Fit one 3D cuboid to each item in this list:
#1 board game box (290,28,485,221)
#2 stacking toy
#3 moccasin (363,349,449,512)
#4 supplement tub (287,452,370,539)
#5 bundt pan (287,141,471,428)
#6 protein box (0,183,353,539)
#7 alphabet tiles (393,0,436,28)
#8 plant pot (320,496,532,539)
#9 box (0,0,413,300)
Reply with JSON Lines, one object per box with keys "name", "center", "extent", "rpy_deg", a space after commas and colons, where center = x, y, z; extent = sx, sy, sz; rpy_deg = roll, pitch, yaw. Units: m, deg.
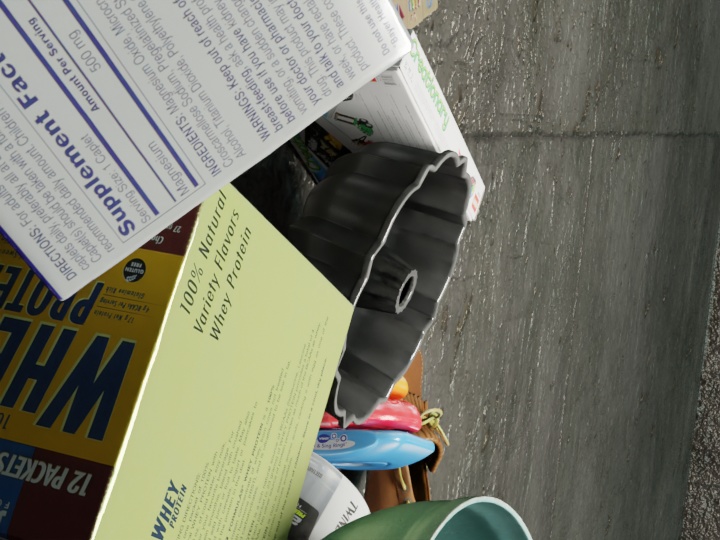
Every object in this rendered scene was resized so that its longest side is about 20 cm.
{"name": "board game box", "center": [0.005, -0.104, 0.965], "extent": [0.035, 0.125, 0.200], "rpy_deg": [-70, 154, -22]}
{"name": "stacking toy", "center": [-0.006, 0.050, 1.046], "extent": [0.110, 0.115, 0.202], "rpy_deg": [32, 57, -67]}
{"name": "moccasin", "center": [0.042, 0.153, 1.160], "extent": [0.074, 0.077, 0.202], "rpy_deg": [55, 32, -43]}
{"name": "supplement tub", "center": [-0.082, 0.219, 0.886], "extent": [0.200, 0.122, 0.123], "rpy_deg": [-56, 146, -44]}
{"name": "bundt pan", "center": [0.000, 0.000, 0.923], "extent": [0.202, 0.075, 0.203], "rpy_deg": [-55, 159, -32]}
{"name": "protein box", "center": [-0.122, 0.066, 0.733], "extent": [0.200, 0.134, 0.200], "rpy_deg": [47, 56, -60]}
{"name": "alphabet tiles", "center": [0.017, -0.261, 1.067], "extent": [0.200, 0.007, 0.168], "rpy_deg": [-46, 138, -52]}
{"name": "plant pot", "center": [0.012, 0.231, 0.796], "extent": [0.200, 0.133, 0.202], "rpy_deg": [4, 85, -58]}
{"name": "box", "center": [-0.110, -0.125, 0.581], "extent": [0.199, 0.105, 0.184], "rpy_deg": [-36, 127, -4]}
